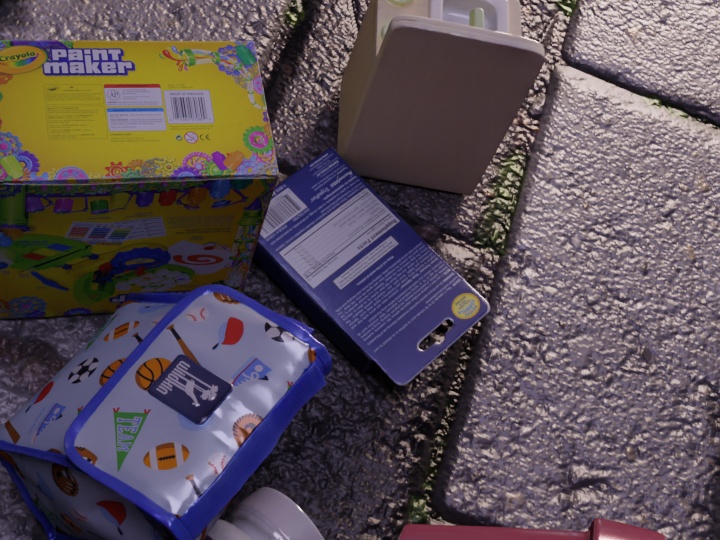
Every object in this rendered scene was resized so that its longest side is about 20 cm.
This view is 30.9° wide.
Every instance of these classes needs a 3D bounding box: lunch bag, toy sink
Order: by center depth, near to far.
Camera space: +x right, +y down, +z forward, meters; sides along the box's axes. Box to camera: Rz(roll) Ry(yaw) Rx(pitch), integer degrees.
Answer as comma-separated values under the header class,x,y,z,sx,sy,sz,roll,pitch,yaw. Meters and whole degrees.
class,x,y,z,sx,sy,sz,roll,pitch,yaw
lunch bag,-0.131,0.101,0.876,0.170,0.199,0.125,-49,123,-30
toy sink,0.064,-0.174,1.108,0.129,0.201,0.113,8,58,-10

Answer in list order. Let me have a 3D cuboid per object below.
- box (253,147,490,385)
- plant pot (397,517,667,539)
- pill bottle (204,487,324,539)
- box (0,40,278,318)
class,x,y,z,sx,sy,sz,roll,pitch,yaw
box,0.000,0.000,1.085,0.121,0.033,0.200,-37,74,-30
plant pot,0.101,0.255,0.879,0.177,0.201,0.202,13,56,10
pill bottle,-0.113,0.236,0.863,0.112,0.113,0.199,45,59,13
box,-0.181,-0.064,0.976,0.197,0.193,0.123,-3,60,-18
